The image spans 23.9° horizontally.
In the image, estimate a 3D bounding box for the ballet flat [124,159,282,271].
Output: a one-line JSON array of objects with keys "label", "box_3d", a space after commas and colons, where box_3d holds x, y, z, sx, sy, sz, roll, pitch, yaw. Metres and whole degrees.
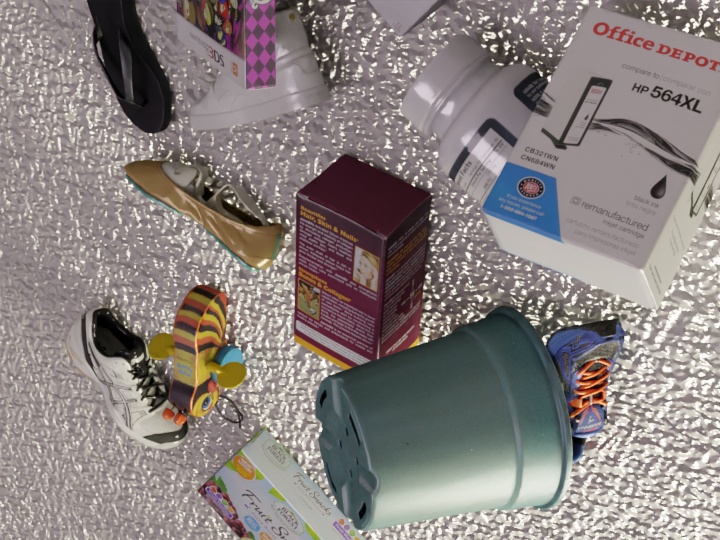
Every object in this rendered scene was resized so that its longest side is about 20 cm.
[{"label": "ballet flat", "box_3d": [-0.164, -0.078, 1.827, 0.199, 0.069, 0.063, 35, 111, 12]}]

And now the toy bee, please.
[{"label": "toy bee", "box_3d": [-0.183, 0.125, 1.959, 0.130, 0.109, 0.201, -2, 119, 41]}]

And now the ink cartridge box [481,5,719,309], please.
[{"label": "ink cartridge box", "box_3d": [0.208, -0.093, 1.344, 0.145, 0.201, 0.084, 21, 165, 27]}]

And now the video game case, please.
[{"label": "video game case", "box_3d": [-0.125, -0.285, 1.541, 0.181, 0.035, 0.202, -139, 45, -55]}]

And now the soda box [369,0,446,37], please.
[{"label": "soda box", "box_3d": [0.004, -0.307, 1.475, 0.200, 0.064, 0.068, 50, 140, -1]}]

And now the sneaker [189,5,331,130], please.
[{"label": "sneaker", "box_3d": [-0.112, -0.205, 1.669, 0.199, 0.073, 0.117, -8, 102, 49]}]

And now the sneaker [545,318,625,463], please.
[{"label": "sneaker", "box_3d": [0.211, 0.115, 1.601, 0.201, 0.075, 0.079, 102, 152, -53]}]

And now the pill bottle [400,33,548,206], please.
[{"label": "pill bottle", "box_3d": [0.137, -0.107, 1.471, 0.200, 0.119, 0.120, 42, 140, 8]}]

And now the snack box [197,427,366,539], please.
[{"label": "snack box", "box_3d": [-0.092, 0.303, 2.061, 0.200, 0.053, 0.142, 47, 139, 2]}]

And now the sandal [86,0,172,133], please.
[{"label": "sandal", "box_3d": [-0.256, -0.233, 1.787, 0.076, 0.043, 0.202, 5, 124, 40]}]

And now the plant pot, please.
[{"label": "plant pot", "box_3d": [0.071, 0.153, 1.619, 0.200, 0.194, 0.202, 167, 90, -70]}]

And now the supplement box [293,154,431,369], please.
[{"label": "supplement box", "box_3d": [0.000, 0.000, 1.707, 0.110, 0.086, 0.201, 27, 136, 24]}]

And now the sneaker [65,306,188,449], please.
[{"label": "sneaker", "box_3d": [-0.281, 0.132, 2.078, 0.200, 0.076, 0.088, 47, 141, 1]}]
